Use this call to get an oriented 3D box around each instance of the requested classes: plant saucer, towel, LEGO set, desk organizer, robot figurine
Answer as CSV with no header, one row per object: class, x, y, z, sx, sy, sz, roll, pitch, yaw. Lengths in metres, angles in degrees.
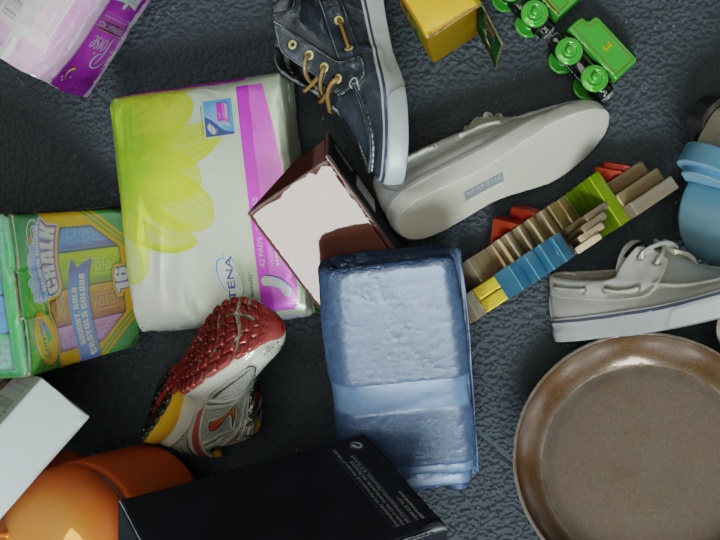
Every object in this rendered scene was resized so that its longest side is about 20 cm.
plant saucer,0.218,0.146,0.779,0.199,0.032,0.201,-7,64,14
towel,0.030,0.077,0.779,0.111,0.049,0.201,-5,113,4
LEGO set,0.238,0.215,0.826,0.199,0.116,0.154,-28,61,3
desk organizer,0.000,0.000,0.811,0.077,0.072,0.200,-33,108,10
robot figurine,-0.204,0.203,0.806,0.116,0.200,0.144,-27,80,19

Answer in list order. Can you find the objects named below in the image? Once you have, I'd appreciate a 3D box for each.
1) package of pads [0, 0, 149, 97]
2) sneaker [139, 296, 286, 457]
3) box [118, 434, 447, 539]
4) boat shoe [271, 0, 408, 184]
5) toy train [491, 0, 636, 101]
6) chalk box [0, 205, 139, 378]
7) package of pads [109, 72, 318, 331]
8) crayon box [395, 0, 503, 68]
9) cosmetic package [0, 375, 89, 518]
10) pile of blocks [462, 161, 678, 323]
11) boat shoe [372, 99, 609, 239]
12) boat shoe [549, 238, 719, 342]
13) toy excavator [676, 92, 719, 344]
package of pads,-0.214,-0.242,0.824,0.076,0.121,0.200,36,96,3
sneaker,-0.107,0.090,0.825,0.082,0.078,0.200,25,139,-17
box,-0.063,0.247,0.726,0.198,0.123,0.201,-10,122,-31
boat shoe,-0.020,-0.152,0.800,0.090,0.071,0.201,-5,62,-10
toy train,0.144,-0.223,0.828,0.056,0.042,0.200,-42,88,-3
chalk box,-0.281,0.019,0.796,0.124,0.200,0.125,-4,94,21
package of pads,-0.123,-0.053,0.847,0.154,0.068,0.201,-6,93,10
crayon box,0.040,-0.241,0.793,0.051,0.127,0.201,-31,89,7
cosmetic package,-0.300,0.150,0.793,0.052,0.200,0.151,43,70,-19
pile of blocks,0.150,-0.034,0.816,0.200,0.082,0.062,-34,85,6
boat shoe,0.104,-0.094,0.826,0.199,0.072,0.069,-30,55,-3
boat shoe,0.220,0.010,0.774,0.071,0.200,0.070,-10,87,-33
toy excavator,0.304,-0.010,0.787,0.194,0.100,0.201,28,95,-25
